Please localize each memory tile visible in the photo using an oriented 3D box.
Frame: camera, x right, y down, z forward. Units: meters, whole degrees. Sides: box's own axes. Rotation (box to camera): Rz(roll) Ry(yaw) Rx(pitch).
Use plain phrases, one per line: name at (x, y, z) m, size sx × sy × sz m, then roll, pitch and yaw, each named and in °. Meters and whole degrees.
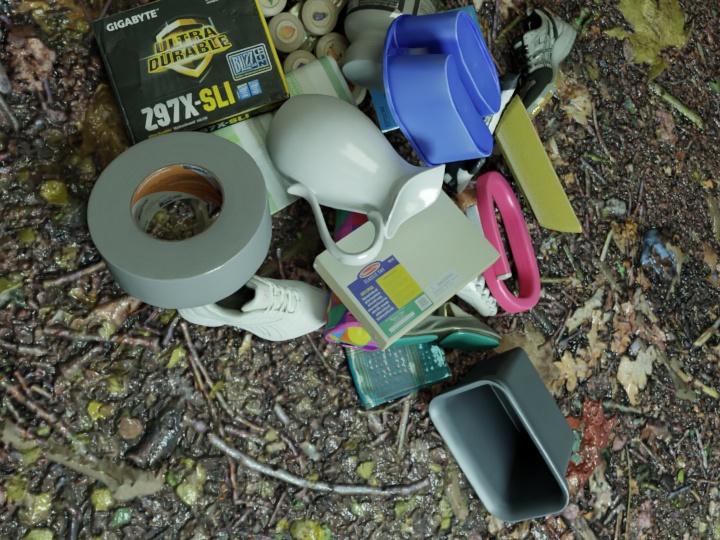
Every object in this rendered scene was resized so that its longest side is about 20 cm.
memory tile at (-0.087, -0.285, 1.003) m, size 0.152 × 0.017 × 0.202 m, roll -29°, pitch 106°, yaw -11°

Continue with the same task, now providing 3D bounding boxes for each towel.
towel at (-0.091, -0.168, 0.993) m, size 0.199 × 0.031 × 0.150 m, roll -30°, pitch 97°, yaw -11°
towel at (0.038, 0.071, 1.040) m, size 0.145 × 0.022 × 0.202 m, roll -15°, pitch 88°, yaw -27°

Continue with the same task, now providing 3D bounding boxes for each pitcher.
pitcher at (-0.027, -0.108, 0.900) m, size 0.199 × 0.122 × 0.172 m, roll 33°, pitch 62°, yaw 16°

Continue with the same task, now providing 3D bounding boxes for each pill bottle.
pill bottle at (0.042, -0.342, 0.992) m, size 0.115 × 0.116 × 0.202 m, roll 16°, pitch 82°, yaw -22°

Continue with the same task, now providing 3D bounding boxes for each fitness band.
fitness band at (0.205, -0.041, 1.090) m, size 0.143 × 0.037 × 0.202 m, roll -3°, pitch 78°, yaw -57°

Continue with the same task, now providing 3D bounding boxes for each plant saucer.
plant saucer at (0.243, -0.144, 1.103) m, size 0.048 × 0.200 × 0.202 m, roll -25°, pitch 93°, yaw 11°

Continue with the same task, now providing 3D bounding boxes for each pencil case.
pencil case at (0.000, 0.000, 0.971) m, size 0.088 × 0.088 × 0.202 m, roll 18°, pitch 58°, yaw -21°

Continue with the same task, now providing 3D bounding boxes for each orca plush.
orca plush at (0.143, -0.194, 1.052) m, size 0.070 × 0.200 × 0.106 m, roll 19°, pitch 56°, yaw -7°

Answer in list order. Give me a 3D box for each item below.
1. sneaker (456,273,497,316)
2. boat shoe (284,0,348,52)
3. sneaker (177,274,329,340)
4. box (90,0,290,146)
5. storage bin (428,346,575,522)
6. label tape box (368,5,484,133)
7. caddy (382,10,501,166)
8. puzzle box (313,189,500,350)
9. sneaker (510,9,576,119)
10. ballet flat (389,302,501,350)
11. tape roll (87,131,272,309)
sneaker at (0.128, -0.006, 1.064) m, size 0.200 × 0.080 × 0.076 m, roll 51°, pitch 28°, yaw -33°
boat shoe at (-0.033, -0.376, 1.059) m, size 0.200 × 0.073 × 0.063 m, roll -46°, pitch 107°, yaw -13°
sneaker at (-0.118, 0.041, 0.928) m, size 0.198 × 0.099 × 0.079 m, roll 5°, pitch 79°, yaw -24°
box at (-0.202, -0.249, 0.932) m, size 0.198 × 0.049 × 0.161 m, roll -19°, pitch 91°, yaw -6°
storage bin at (0.198, 0.212, 1.040) m, size 0.201 × 0.145 × 0.134 m, roll 58°, pitch 37°, yaw -5°
label tape box at (0.089, -0.280, 1.097) m, size 0.198 × 0.066 × 0.145 m, roll -19°, pitch 90°, yaw -18°
caddy at (0.091, -0.215, 0.924) m, size 0.200 × 0.104 × 0.143 m, roll 48°, pitch 49°, yaw -49°
puzzle box at (0.057, -0.012, 0.928) m, size 0.199 × 0.025 × 0.133 m, roll -34°, pitch 77°, yaw -26°
sneaker at (0.262, -0.316, 1.186) m, size 0.087 × 0.076 × 0.201 m, roll 29°, pitch 60°, yaw -11°
ballet flat at (0.102, 0.069, 1.025) m, size 0.198 × 0.067 × 0.064 m, roll 4°, pitch 67°, yaw -26°
tape roll at (-0.201, -0.059, 0.874) m, size 0.198 × 0.066 × 0.202 m, roll 1°, pitch 59°, yaw -1°
